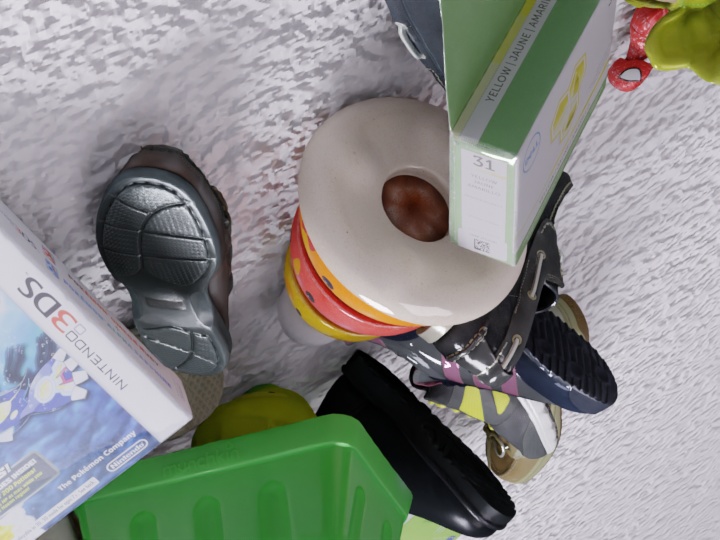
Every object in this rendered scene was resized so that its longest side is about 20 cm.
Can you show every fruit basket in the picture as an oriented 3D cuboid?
[{"bbox_3d":[-0.073,0.140,1.070,0.215,0.216,0.156,-34,141,-1],"label":"fruit basket"}]

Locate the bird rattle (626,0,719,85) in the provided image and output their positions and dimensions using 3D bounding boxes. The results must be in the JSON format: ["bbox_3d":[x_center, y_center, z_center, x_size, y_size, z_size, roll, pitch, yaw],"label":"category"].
[{"bbox_3d":[0.206,-0.211,0.917,0.162,0.113,0.200,16,123,-36],"label":"bird rattle"}]

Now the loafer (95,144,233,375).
[{"bbox_3d":[-0.105,-0.014,0.931,0.071,0.063,0.200,9,147,7],"label":"loafer"}]

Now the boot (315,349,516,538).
[{"bbox_3d":[0.002,0.173,1.156,0.076,0.200,0.168,32,98,-45],"label":"boot"}]

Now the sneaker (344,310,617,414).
[{"bbox_3d":[0.080,0.055,1.129,0.082,0.199,0.070,-55,-170,33],"label":"sneaker"}]

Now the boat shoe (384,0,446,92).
[{"bbox_3d":[0.048,-0.147,0.879,0.076,0.060,0.200,-64,162,-18],"label":"boat shoe"}]

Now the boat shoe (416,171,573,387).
[{"bbox_3d":[0.103,-0.001,1.080,0.072,0.068,0.200,-50,-176,43],"label":"boat shoe"}]

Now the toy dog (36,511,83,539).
[{"bbox_3d":[-0.254,0.244,1.074,0.199,0.140,0.194,-32,139,-5],"label":"toy dog"}]

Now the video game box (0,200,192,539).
[{"bbox_3d":[-0.220,0.074,0.865,0.200,0.047,0.182,-38,123,4],"label":"video game box"}]

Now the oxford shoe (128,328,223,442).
[{"bbox_3d":[-0.164,0.078,1.003,0.058,0.076,0.200,-3,-173,42],"label":"oxford shoe"}]

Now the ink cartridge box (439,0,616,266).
[{"bbox_3d":[0.092,-0.118,0.865,0.146,0.048,0.200,-60,162,-29],"label":"ink cartridge box"}]

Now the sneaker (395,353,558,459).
[{"bbox_3d":[0.084,0.077,1.227,0.084,0.075,0.200,-26,127,10],"label":"sneaker"}]

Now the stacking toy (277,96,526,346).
[{"bbox_3d":[0.000,0.000,1.007,0.146,0.147,0.200,-16,162,-32],"label":"stacking toy"}]

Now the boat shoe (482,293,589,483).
[{"bbox_3d":[0.130,0.102,1.347,0.062,0.073,0.201,-11,133,-26],"label":"boat shoe"}]

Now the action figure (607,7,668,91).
[{"bbox_3d":[0.239,-0.185,1.043,0.200,0.052,0.065,-39,156,11],"label":"action figure"}]

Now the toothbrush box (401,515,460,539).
[{"bbox_3d":[-0.008,0.220,1.353,0.200,0.086,0.145,-47,150,20],"label":"toothbrush box"}]
